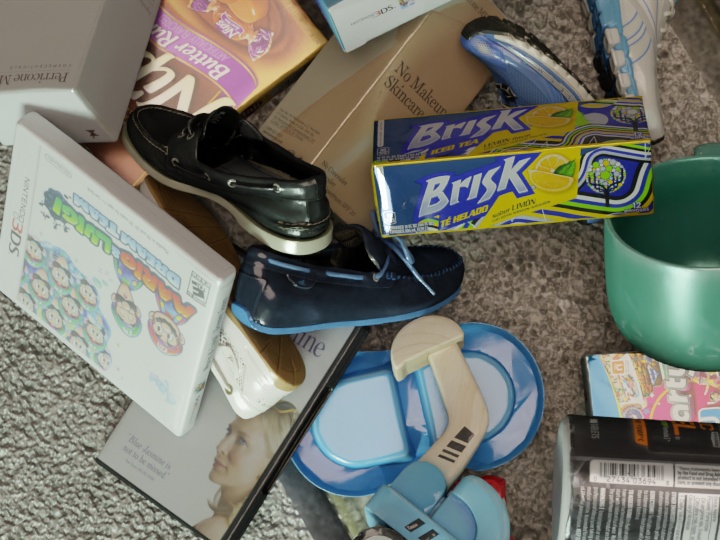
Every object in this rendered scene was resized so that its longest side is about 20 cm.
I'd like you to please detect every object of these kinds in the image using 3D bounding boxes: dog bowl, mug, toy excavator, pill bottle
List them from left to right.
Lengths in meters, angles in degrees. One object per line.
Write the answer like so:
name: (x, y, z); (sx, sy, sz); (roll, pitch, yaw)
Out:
dog bowl: (0.040, 0.106, 1.579); (0.199, 0.050, 0.112); (-12, 85, 1)
toy excavator: (0.060, 0.160, 1.505); (0.194, 0.100, 0.200); (38, 76, 14)
pill bottle: (0.240, 0.161, 1.481); (0.199, 0.106, 0.107); (3, 85, 1)
mug: (0.265, -0.005, 1.526); (0.152, 0.115, 0.185); (23, 43, 37)

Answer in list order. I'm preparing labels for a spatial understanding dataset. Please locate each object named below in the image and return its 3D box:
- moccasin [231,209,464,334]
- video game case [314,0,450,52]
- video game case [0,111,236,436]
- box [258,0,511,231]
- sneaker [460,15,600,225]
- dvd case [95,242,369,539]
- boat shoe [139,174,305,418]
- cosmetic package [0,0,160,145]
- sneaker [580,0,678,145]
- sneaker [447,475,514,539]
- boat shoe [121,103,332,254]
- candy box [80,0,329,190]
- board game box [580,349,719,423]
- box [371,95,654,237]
moccasin: (0.000, 0.000, 1.516); (0.200, 0.080, 0.068); (-12, 115, -40)
video game case: (0.035, -0.264, 1.548); (0.181, 0.200, 0.046); (-27, 129, -1)
video game case: (-0.185, 0.005, 1.520); (0.200, 0.182, 0.024); (37, 49, 17)
box: (0.019, -0.137, 1.567); (0.200, 0.095, 0.078); (-53, 42, -2)
sneaker: (0.137, -0.107, 1.555); (0.089, 0.079, 0.200); (-41, 114, 6)
dvd case: (-0.098, 0.095, 1.567); (0.142, 0.018, 0.200); (30, 86, 32)
boat shoe: (-0.121, 0.021, 1.543); (0.069, 0.071, 0.200); (-40, 71, 24)
cosmetic package: (-0.213, -0.195, 1.548); (0.101, 0.071, 0.201); (0, 60, 24)
sneaker: (0.216, -0.197, 1.591); (0.086, 0.075, 0.201); (-13, 85, -6)
sneaker: (0.110, 0.223, 1.555); (0.199, 0.078, 0.116); (26, 88, 2)
boat shoe: (-0.096, -0.085, 1.498); (0.074, 0.066, 0.199); (-23, 46, -36)
candy box: (-0.135, -0.157, 1.601); (0.200, 0.056, 0.117); (-38, 87, 0)
board game box: (0.273, 0.129, 1.566); (0.199, 0.064, 0.148); (-5, 86, 2)
box: (0.109, -0.076, 1.500); (0.199, 0.070, 0.064); (-5, 123, 5)
